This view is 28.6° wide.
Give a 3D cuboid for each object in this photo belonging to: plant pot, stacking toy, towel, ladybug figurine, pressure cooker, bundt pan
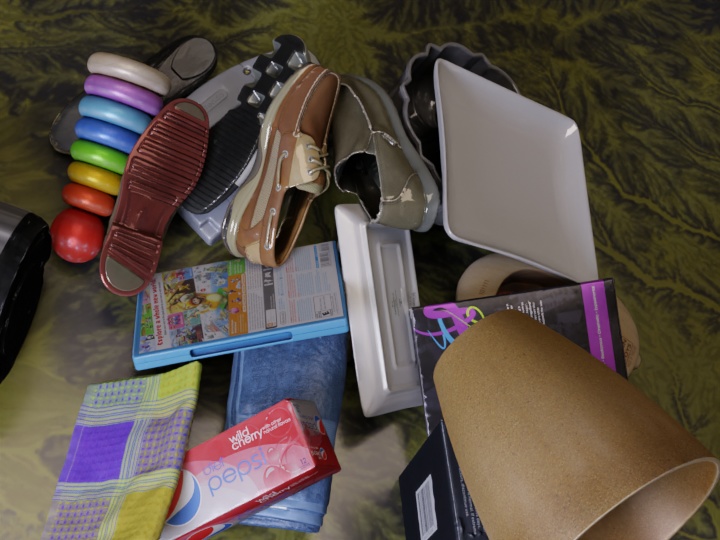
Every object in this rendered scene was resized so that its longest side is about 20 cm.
[{"bbox_3d":[0.149,0.133,1.112,0.185,0.187,0.201,-26,60,-19],"label":"plant pot"},{"bbox_3d":[-0.251,-0.105,1.379,0.084,0.085,0.203,16,87,-3],"label":"stacking toy"},{"bbox_3d":[-0.073,0.139,1.316,0.110,0.049,0.203,3,73,16],"label":"towel"},{"bbox_3d":[0.185,0.059,1.414,0.198,0.072,0.137,26,66,1],"label":"ladybug figurine"},{"bbox_3d":[-0.398,0.006,1.275,0.198,0.180,0.177,20,34,-1],"label":"pressure cooker"},{"bbox_3d":[-0.216,0.175,1.258,0.142,0.023,0.202,-10,49,32],"label":"towel"},{"bbox_3d":[0.099,-0.127,1.447,0.200,0.076,0.204,20,56,-31],"label":"bundt pan"}]

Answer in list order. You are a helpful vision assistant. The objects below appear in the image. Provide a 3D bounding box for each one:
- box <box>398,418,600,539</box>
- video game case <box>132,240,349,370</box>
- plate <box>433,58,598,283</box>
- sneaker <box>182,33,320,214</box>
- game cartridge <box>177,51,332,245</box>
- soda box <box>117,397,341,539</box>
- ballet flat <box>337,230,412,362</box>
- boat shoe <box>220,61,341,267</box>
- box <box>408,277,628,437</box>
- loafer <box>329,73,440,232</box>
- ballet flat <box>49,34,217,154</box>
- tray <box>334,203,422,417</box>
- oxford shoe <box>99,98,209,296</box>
[{"bbox_3d":[0.151,0.211,1.274,0.194,0.200,0.126,-2,68,-12],"label":"box"},{"bbox_3d":[-0.114,0.031,1.332,0.197,0.018,0.144,-10,32,0],"label":"video game case"},{"bbox_3d":[0.147,-0.089,1.392,0.198,0.032,0.202,18,55,-33],"label":"plate"},{"bbox_3d":[-0.098,-0.129,1.406,0.074,0.088,0.201,37,89,35],"label":"sneaker"},{"bbox_3d":[-0.128,-0.133,1.458,0.133,0.042,0.200,43,67,13],"label":"game cartridge"},{"bbox_3d":[-0.121,0.188,1.255,0.199,0.063,0.071,-29,70,15],"label":"soda box"},{"bbox_3d":[0.000,0.000,1.413,0.065,0.071,0.201,20,56,7],"label":"ballet flat"},{"bbox_3d":[-0.061,-0.096,1.353,0.073,0.075,0.202,28,100,30],"label":"boat shoe"},{"bbox_3d":[0.152,0.092,1.345,0.197,0.036,0.145,-8,88,1],"label":"box"},{"bbox_3d":[0.005,-0.117,1.358,0.069,0.076,0.201,-8,47,-31],"label":"loafer"},{"bbox_3d":[-0.230,-0.175,1.456,0.199,0.057,0.067,-33,90,-15],"label":"ballet flat"},{"bbox_3d":[0.029,0.034,1.361,0.107,0.022,0.203,-6,87,-52],"label":"tray"},{"bbox_3d":[-0.207,-0.072,1.371,0.070,0.075,0.202,26,81,-14],"label":"oxford shoe"}]
